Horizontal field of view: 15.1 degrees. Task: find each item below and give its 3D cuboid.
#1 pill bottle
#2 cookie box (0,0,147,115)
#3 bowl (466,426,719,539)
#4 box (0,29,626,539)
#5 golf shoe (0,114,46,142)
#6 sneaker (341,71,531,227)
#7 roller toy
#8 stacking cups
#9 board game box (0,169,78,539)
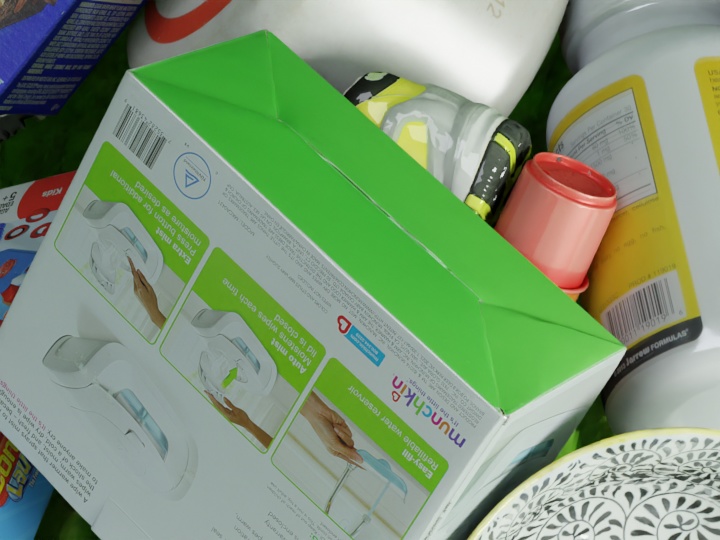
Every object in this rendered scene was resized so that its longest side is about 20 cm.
[{"bbox_3d":[0.139,-0.030,1.129,0.112,0.112,0.200,-17,62,14],"label":"pill bottle"},{"bbox_3d":[-0.143,-0.194,1.148,0.171,0.075,0.200,43,106,11],"label":"cookie box"},{"bbox_3d":[0.108,0.154,1.051,0.200,0.094,0.201,-1,95,-11],"label":"bowl"},{"bbox_3d":[-0.031,0.041,1.051,0.200,0.097,0.177,42,124,19],"label":"box"},{"bbox_3d":[-0.196,-0.095,1.233,0.200,0.088,0.077,-27,26,18],"label":"golf shoe"},{"bbox_3d":[0.000,0.000,1.127,0.076,0.075,0.200,34,123,8],"label":"sneaker"},{"bbox_3d":[0.000,-0.122,1.183,0.183,0.140,0.200,-52,26,12],"label":"roller toy"},{"bbox_3d":[0.050,0.046,1.110,0.060,0.060,0.200,38,113,30],"label":"stacking cups"},{"bbox_3d":[-0.211,0.059,1.195,0.200,0.056,0.196,-12,40,31],"label":"board game box"}]
